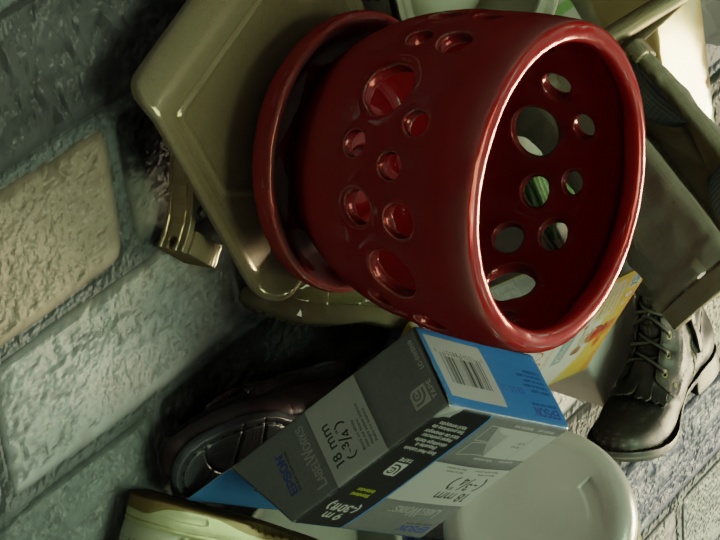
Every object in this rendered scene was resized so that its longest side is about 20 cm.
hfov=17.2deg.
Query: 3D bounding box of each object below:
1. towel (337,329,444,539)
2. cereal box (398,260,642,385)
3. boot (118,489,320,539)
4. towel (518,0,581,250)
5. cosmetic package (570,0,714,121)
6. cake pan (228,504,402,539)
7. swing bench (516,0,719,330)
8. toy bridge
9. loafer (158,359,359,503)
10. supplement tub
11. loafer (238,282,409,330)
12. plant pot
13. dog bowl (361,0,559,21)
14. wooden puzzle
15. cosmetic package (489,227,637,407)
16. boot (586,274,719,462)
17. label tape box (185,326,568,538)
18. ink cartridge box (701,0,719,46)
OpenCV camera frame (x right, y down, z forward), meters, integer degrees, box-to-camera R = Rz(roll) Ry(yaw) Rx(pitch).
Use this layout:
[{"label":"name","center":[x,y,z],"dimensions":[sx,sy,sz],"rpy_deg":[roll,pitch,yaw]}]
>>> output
[{"label":"towel","center":[0.041,0.137,1.779],"dimensions":[0.147,0.024,0.200],"rpy_deg":[17,88,-57]},{"label":"cereal box","center":[0.099,0.055,1.693],"dimensions":[0.200,0.040,0.144],"rpy_deg":[-23,156,-30]},{"label":"boot","center":[-0.080,0.239,1.534],"dimensions":[0.200,0.072,0.155],"rpy_deg":[20,87,-22]},{"label":"towel","center":[0.136,-0.121,1.735],"dimensions":[0.153,0.023,0.200],"rpy_deg":[-38,102,-43]},{"label":"cosmetic package","center":[0.205,-0.176,1.827],"dimensions":[0.071,0.105,0.200],"rpy_deg":[-47,136,-36]},{"label":"cake pan","center":[-0.046,0.223,1.652],"dimensions":[0.200,0.037,0.201],"rpy_deg":[-19,115,-47]},{"label":"swing bench","center":[0.217,-0.079,1.660],"dimensions":[0.200,0.199,0.130],"rpy_deg":[-29,169,-43]},{"label":"toy bridge","center":[-0.085,-0.105,1.485],"dimensions":[0.067,0.027,0.200],"rpy_deg":[31,76,-56]},{"label":"loafer","center":[-0.062,0.102,1.583],"dimensions":[0.200,0.063,0.072],"rpy_deg":[-12,131,-43]},{"label":"supplement tub","center":[0.143,0.212,1.821],"dimensions":[0.200,0.144,0.145],"rpy_deg":[67,46,-68]},{"label":"loafer","center":[0.000,0.000,1.611],"dimensions":[0.200,0.076,0.068],"rpy_deg":[-4,112,-56]},{"label":"plant pot","center":[0.051,-0.062,1.444],"dimensions":[0.200,0.182,0.201],"rpy_deg":[-18,113,-49]},{"label":"dog bowl","center":[0.055,-0.219,1.594],"dimensions":[0.200,0.074,0.200],"rpy_deg":[-17,111,-49]},{"label":"wooden puzzle","center":[-0.054,-0.109,1.477],"dimensions":[0.185,0.037,0.200],"rpy_deg":[-57,138,-26]},{"label":"cosmetic package","center":[0.157,0.001,1.849],"dimensions":[0.113,0.081,0.200],"rpy_deg":[-57,144,-26]},{"label":"boot","center":[0.222,0.035,1.835],"dimensions":[0.200,0.069,0.174],"rpy_deg":[-47,137,-48]},{"label":"label tape box","center":[0.012,0.123,1.512],"dimensions":[0.200,0.063,0.144],"rpy_deg":[-39,151,24]},{"label":"ink cartridge box","center":[0.329,-0.298,1.997],"dimensions":[0.116,0.068,0.200],"rpy_deg":[40,69,-55]}]
